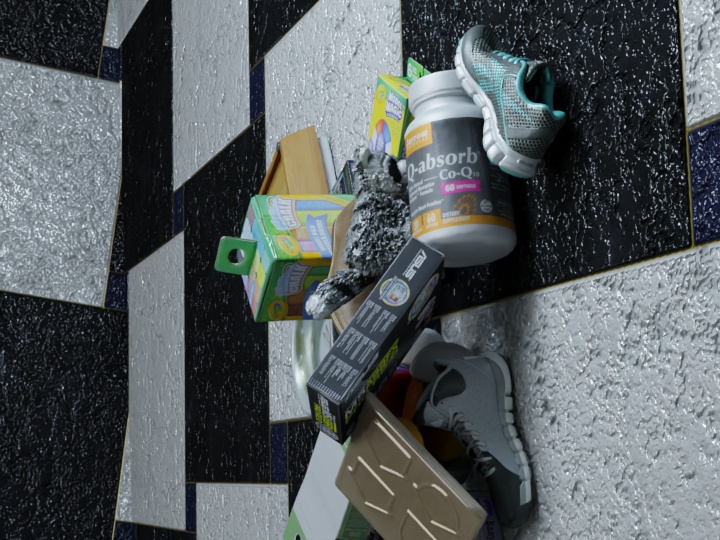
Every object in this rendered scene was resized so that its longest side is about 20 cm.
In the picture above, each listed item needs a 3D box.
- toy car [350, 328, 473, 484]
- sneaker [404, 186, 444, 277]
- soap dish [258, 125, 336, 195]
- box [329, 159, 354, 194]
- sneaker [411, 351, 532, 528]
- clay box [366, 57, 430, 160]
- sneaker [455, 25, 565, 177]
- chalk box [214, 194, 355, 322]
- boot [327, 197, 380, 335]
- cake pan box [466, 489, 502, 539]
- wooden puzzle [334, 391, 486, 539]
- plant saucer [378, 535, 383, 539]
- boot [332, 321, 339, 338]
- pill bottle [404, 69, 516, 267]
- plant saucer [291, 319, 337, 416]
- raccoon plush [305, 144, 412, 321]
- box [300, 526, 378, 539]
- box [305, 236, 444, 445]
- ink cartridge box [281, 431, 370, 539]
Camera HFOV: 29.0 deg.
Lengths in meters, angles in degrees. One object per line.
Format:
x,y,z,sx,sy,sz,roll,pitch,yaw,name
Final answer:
0.047,0.163,1.637,0.200,0.150,0.175,-152,65,-68,toy car
0.079,-0.026,1.697,0.200,0.078,0.091,99,153,-42,sneaker
-0.102,-0.105,2.169,0.200,0.081,0.157,117,148,-52,soap dish
-0.007,-0.036,1.964,0.137,0.038,0.200,121,145,-53,box
0.112,0.183,1.503,0.075,0.115,0.200,125,142,-54,sneaker
0.048,-0.169,1.808,0.115,0.048,0.200,-130,44,-61,clay box
0.165,-0.195,1.462,0.091,0.078,0.200,-49,45,37,sneaker
-0.089,-0.016,1.834,0.125,0.200,0.124,109,150,-44,chalk box
0.000,0.000,1.702,0.075,0.074,0.200,125,145,-58,boot
0.109,0.368,1.598,0.200,0.052,0.184,126,143,-57,cake pan box
0.058,0.243,1.522,0.185,0.046,0.200,45,146,24,wooden puzzle
0.037,0.336,1.818,0.200,0.037,0.200,-148,62,-67,plant saucer
-0.003,0.100,1.819,0.168,0.076,0.200,172,79,-75,boot
0.107,-0.112,1.542,0.116,0.116,0.200,138,130,-64,pill bottle
-0.052,0.116,2.060,0.200,0.050,0.200,-178,90,-70,plant saucer
-0.009,-0.054,1.600,0.134,0.200,0.097,52,161,9,raccoon plush
-0.028,0.351,1.875,0.158,0.048,0.200,-122,39,-56,box
0.017,0.079,1.506,0.200,0.044,0.160,-54,-13,-19,box
-0.035,0.298,1.759,0.146,0.048,0.200,-125,48,-59,ink cartridge box
